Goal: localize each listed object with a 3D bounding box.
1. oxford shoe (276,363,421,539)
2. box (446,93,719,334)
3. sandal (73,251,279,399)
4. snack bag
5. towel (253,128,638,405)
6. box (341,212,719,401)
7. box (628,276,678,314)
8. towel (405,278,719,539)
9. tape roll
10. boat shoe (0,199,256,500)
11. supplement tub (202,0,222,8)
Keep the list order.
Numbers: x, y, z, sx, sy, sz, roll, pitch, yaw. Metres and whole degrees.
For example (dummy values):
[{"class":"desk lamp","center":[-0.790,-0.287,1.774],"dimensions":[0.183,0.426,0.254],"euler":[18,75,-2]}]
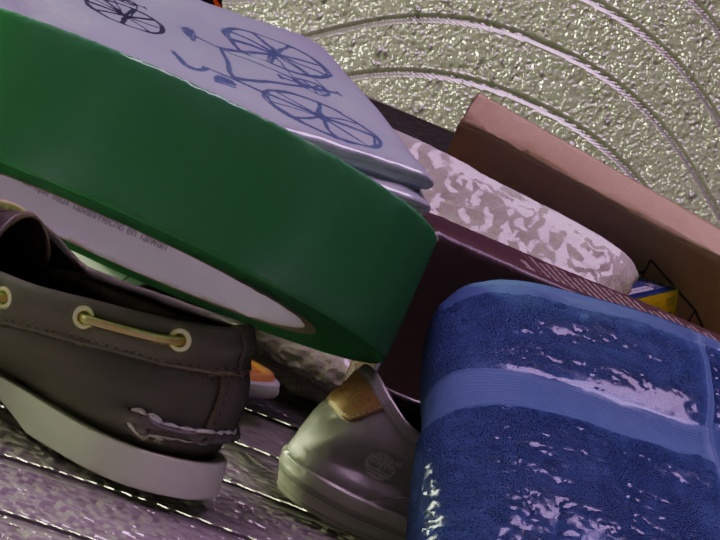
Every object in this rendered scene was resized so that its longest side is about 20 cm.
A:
[{"class":"oxford shoe","center":[0.068,0.086,0.931],"dimensions":[0.199,0.058,0.075],"euler":[22,5,-17]},{"class":"box","center":[0.117,0.017,1.234],"dimensions":[0.200,0.021,0.164],"euler":[30,-34,7]},{"class":"sandal","center":[-0.108,-0.009,1.054],"dimensions":[0.206,0.059,0.079],"euler":[29,10,40]},{"class":"snack bag","center":[-0.081,-0.085,1.050],"dimensions":[0.199,0.021,0.189],"euler":[18,16,-21]},{"class":"towel","center":[0.000,0.000,1.117],"dimensions":[0.200,0.133,0.035],"euler":[29,-32,20]},{"class":"box","center":[0.094,0.063,1.012],"dimensions":[0.199,0.100,0.075],"euler":[23,7,-9]},{"class":"box","center":[0.037,0.013,1.196],"dimensions":[0.199,0.065,0.070],"euler":[18,11,24]},{"class":"towel","center":[0.071,0.067,0.841],"dimensions":[0.111,0.049,0.200],"euler":[17,29,-5]},{"class":"tape roll","center":[-0.074,-0.030,0.901],"dimensions":[0.200,0.048,0.200],"euler":[24,-6,3]},{"class":"boat shoe","center":[-0.118,0.009,0.885],"dimensions":[0.201,0.060,0.072],"euler":[27,11,29]},{"class":"supplement tub","center":[-0.124,-0.129,1.217],"dimensions":[0.122,0.201,0.123],"euler":[-3,-11,-1]}]
